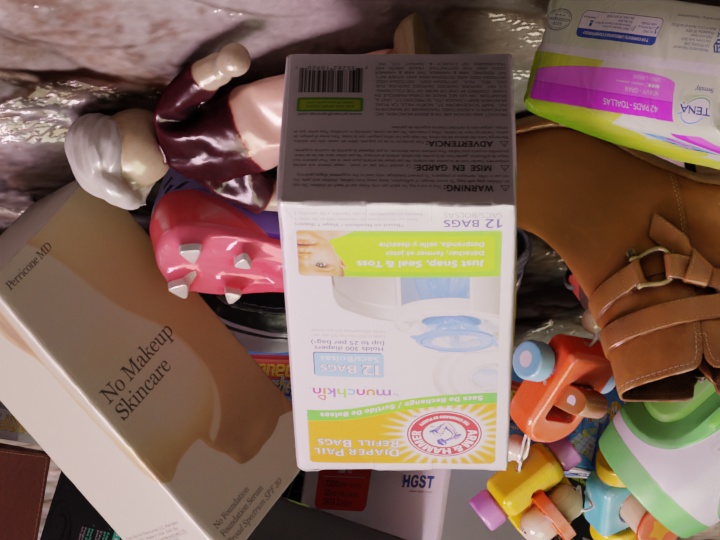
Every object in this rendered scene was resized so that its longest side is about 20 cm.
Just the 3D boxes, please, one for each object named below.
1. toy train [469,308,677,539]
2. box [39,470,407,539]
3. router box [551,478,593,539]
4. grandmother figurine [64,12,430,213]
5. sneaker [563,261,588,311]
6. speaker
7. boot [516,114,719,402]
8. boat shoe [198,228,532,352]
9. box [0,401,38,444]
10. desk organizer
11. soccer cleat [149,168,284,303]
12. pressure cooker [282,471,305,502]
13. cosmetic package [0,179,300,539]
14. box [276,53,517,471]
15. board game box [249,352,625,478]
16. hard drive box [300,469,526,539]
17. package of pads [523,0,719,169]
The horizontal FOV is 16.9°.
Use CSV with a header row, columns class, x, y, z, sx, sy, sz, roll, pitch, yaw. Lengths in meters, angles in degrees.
class,x,y,z,sx,sy,sz,roll,pitch,yaw
toy train,0.148,0.106,1.408,0.200,0.056,0.150,17,115,-44
box,-0.091,0.195,1.484,0.148,0.125,0.200,23,168,-35
router box,0.153,0.195,1.734,0.062,0.150,0.200,-20,153,29
grandmother figurine,-0.055,-0.072,1.226,0.200,0.061,0.121,-10,128,16
sneaker,0.161,0.005,1.443,0.082,0.077,0.200,20,154,6
speaker,0.226,0.053,1.317,0.200,0.088,0.088,-44,144,11
boot,0.132,-0.001,1.289,0.200,0.156,0.077,-3,157,3
boat shoe,0.000,0.000,1.370,0.200,0.072,0.068,-2,158,-13
box,-0.220,0.075,1.448,0.200,0.048,0.158,14,175,-37
desk organizer,-0.262,0.123,1.394,0.077,0.072,0.200,12,175,-35
soccer cleat,-0.015,-0.012,1.307,0.200,0.077,0.067,9,139,-14
pressure cooker,-0.045,0.217,1.681,0.176,0.200,0.179,-14,155,25
cosmetic package,-0.125,0.058,1.305,0.200,0.105,0.071,50,141,-15
box,0.020,0.000,1.186,0.112,0.101,0.200,1,138,2
board game box,0.040,0.084,1.496,0.200,0.056,0.196,0,168,43
hard drive box,0.024,0.217,1.521,0.077,0.200,0.156,15,168,-34
package of pads,0.197,-0.080,1.170,0.200,0.068,0.154,13,-178,-34
